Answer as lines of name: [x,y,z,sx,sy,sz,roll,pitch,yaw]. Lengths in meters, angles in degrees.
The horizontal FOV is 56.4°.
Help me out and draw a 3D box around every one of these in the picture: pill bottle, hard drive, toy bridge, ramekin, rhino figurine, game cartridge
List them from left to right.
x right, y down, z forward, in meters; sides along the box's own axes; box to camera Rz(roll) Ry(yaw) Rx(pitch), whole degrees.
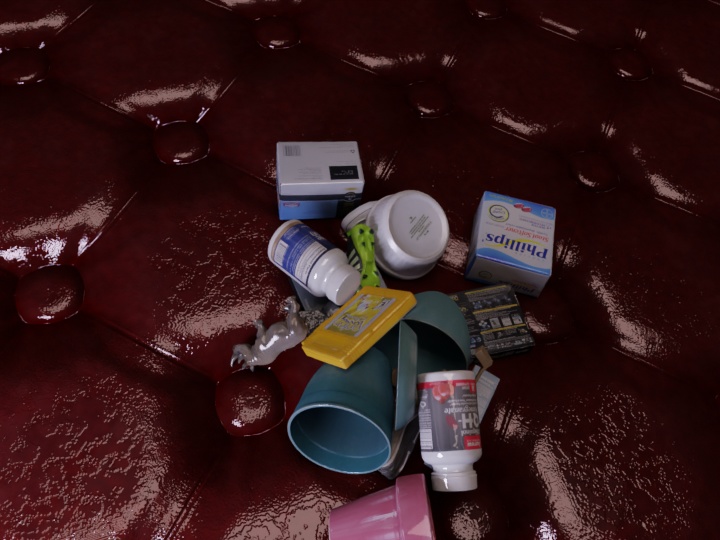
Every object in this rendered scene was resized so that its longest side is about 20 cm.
rhino figurine: [-0.189,0.142,1.367,0.198,0.060,0.088,-34,72,11]
pill bottle: [-0.096,-0.015,1.435,0.199,0.112,0.111,35,59,27]
hard drive: [-0.050,0.035,1.508,0.197,0.033,0.141,-18,62,-18]
game cartridge: [-0.009,0.105,1.317,0.199,0.175,0.033,-39,112,-25]
ramekin: [0.113,-0.089,1.534,0.198,0.094,0.207,6,73,-20]
toy bridge: [0.172,0.225,1.295,0.068,0.199,0.027,52,21,-3]
pill bottle: [0.160,0.285,1.202,0.108,0.111,0.205,-1,77,-9]

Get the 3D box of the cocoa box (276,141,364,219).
cocoa box: [-0.101,-0.213,1.598,0.195,0.132,0.136,-3,57,-10]

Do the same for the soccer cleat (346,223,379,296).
soccer cleat: [0.000,0.000,1.482,0.066,0.081,0.205,6,76,-29]

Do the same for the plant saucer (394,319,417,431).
plant saucer: [0.085,0.193,1.238,0.035,0.201,0.203,3,57,3]

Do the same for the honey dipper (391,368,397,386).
honey dipper: [0.122,0.221,1.357,0.196,0.038,0.038,0,52,28]

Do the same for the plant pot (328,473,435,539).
plant pot: [0.042,0.469,1.164,0.175,0.201,0.203,-9,58,4]

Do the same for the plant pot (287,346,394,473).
plant pot: [-0.020,0.249,1.290,0.196,0.202,0.190,16,44,2]

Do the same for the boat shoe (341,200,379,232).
boat shoe: [0.052,-0.125,1.599,0.197,0.074,0.067,-23,63,-21]

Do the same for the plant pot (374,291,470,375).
plant pot: [0.140,0.123,1.379,0.197,0.202,0.136,22,49,6]

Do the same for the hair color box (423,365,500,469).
hair color box: [0.203,0.300,1.337,0.060,0.100,0.201,29,58,9]

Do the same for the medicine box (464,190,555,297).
medicine box: [0.356,-0.063,1.588,0.178,0.104,0.203,14,56,1]

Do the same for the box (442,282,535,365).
box: [0.268,0.120,1.492,0.196,0.049,0.164,-10,62,-14]

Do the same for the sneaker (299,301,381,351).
sneaker: [-0.054,0.145,1.413,0.200,0.060,0.104,44,69,4]

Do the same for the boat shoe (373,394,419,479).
boat shoe: [0.087,0.321,1.342,0.066,0.058,0.201,3,44,37]
